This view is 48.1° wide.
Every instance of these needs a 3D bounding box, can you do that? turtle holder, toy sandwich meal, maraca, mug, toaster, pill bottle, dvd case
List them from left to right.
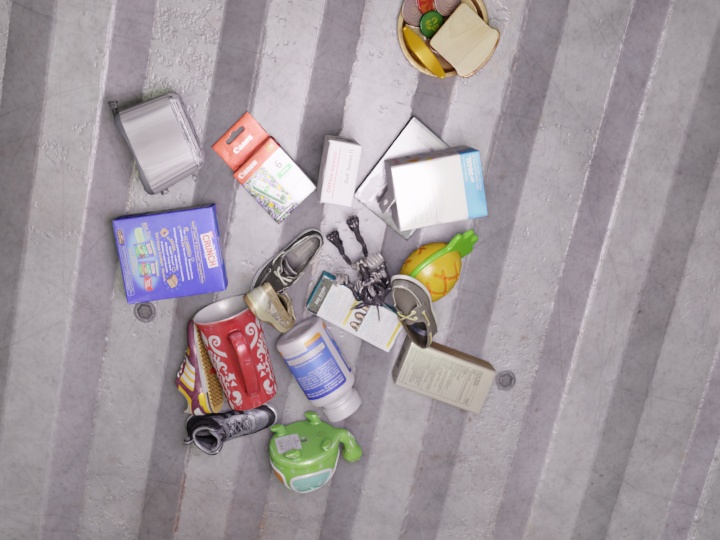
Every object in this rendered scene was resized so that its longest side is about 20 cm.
[{"bbox_3d":[-0.380,-0.253,1.541,0.127,0.114,0.203,-23,102,-3],"label":"toaster"},{"bbox_3d":[-0.250,0.177,1.621,0.131,0.178,0.203,-11,109,12],"label":"mug"},{"bbox_3d":[-0.103,0.386,1.708,0.184,0.140,0.134,-28,127,-38],"label":"turtle holder"},{"bbox_3d":[-0.080,0.208,1.667,0.111,0.112,0.202,-29,103,3],"label":"pill bottle"},{"bbox_3d":[0.101,-0.185,1.637,0.150,0.025,0.201,38,97,-11],"label":"dvd case"},{"bbox_3d":[0.157,-0.009,1.631,0.199,0.137,0.107,-41,71,8],"label":"maraca"},{"bbox_3d":[0.167,-0.462,1.555,0.201,0.070,0.209,-1,103,-4],"label":"toy sandwich meal"}]

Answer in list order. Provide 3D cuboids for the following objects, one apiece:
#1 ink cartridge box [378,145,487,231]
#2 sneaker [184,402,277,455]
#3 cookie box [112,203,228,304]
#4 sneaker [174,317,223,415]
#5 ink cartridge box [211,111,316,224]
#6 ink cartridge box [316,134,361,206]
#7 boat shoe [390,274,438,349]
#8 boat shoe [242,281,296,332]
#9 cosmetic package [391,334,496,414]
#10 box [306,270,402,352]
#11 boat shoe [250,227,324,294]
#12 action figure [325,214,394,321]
[{"bbox_3d":[0.131,-0.159,1.567,0.196,0.129,0.128,-10,103,-3],"label":"ink cartridge box"},{"bbox_3d":[-0.270,0.331,1.679,0.196,0.114,0.077,-8,104,-3],"label":"sneaker"},{"bbox_3d":[-0.374,-0.034,1.607,0.196,0.075,0.175,-7,103,-3],"label":"cookie box"},{"bbox_3d":[-0.347,0.200,1.664,0.088,0.075,0.204,-9,93,16],"label":"sneaker"},{"bbox_3d":[-0.191,-0.202,1.596,0.109,0.050,0.200,-42,103,5],"label":"ink cartridge box"},{"bbox_3d":[-0.042,-0.189,1.534,0.066,0.200,0.119,9,103,-6],"label":"ink cartridge box"},{"bbox_3d":[0.105,0.082,1.589,0.071,0.061,0.203,2,147,26],"label":"boat shoe"},{"bbox_3d":[-0.164,0.072,1.592,0.062,0.200,0.074,-40,73,4],"label":"boat shoe"},{"bbox_3d":[0.175,0.217,1.710,0.197,0.071,0.107,22,100,-9],"label":"cosmetic package"},{"bbox_3d":[-0.009,0.085,1.676,0.198,0.049,0.083,29,99,-10],"label":"box"},{"bbox_3d":[-0.152,-0.006,1.637,0.071,0.064,0.200,41,97,-12],"label":"boat shoe"},{"bbox_3d":[0.000,0.000,1.600,0.118,0.102,0.202,-30,75,11],"label":"action figure"}]
